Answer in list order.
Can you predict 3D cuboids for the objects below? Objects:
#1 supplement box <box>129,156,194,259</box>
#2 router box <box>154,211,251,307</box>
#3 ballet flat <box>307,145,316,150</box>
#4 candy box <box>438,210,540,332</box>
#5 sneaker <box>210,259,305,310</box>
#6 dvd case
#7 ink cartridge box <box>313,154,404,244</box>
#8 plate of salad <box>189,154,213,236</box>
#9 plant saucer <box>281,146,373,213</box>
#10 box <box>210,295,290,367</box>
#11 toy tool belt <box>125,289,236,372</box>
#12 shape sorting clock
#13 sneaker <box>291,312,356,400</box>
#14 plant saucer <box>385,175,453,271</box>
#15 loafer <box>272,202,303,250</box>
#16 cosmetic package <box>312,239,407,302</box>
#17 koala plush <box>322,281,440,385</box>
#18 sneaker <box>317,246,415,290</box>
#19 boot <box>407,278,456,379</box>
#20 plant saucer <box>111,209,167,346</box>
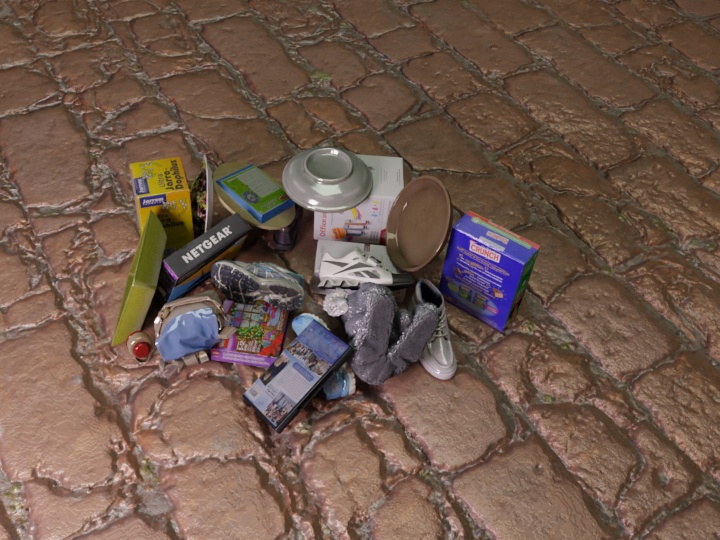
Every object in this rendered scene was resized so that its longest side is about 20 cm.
[{"bbox_3d":[-0.413,-0.120,1.716,0.108,0.202,0.110,-11,49,-16],"label":"supplement box"},{"bbox_3d":[-0.325,-0.020,1.664,0.051,0.149,0.199,47,55,5],"label":"router box"},{"bbox_3d":[-0.057,-0.229,1.970,0.198,0.071,0.066,29,77,23],"label":"ballet flat"},{"bbox_3d":[0.259,0.002,1.682,0.168,0.202,0.077,30,50,20],"label":"candy box"},{"bbox_3d":[-0.205,0.020,1.656,0.197,0.079,0.087,18,34,1],"label":"sneaker"},{"bbox_3d":[-0.115,0.190,1.495,0.200,0.018,0.142,-46,37,-11],"label":"dvd case"},{"bbox_3d":[-0.007,-0.162,1.843,0.196,0.147,0.146,4,47,-2],"label":"ink cartridge box"},{"bbox_3d":[-0.345,-0.146,1.748,0.047,0.202,0.202,2,46,-16],"label":"plate of salad"},{"bbox_3d":[-0.069,-0.209,1.746,0.196,0.051,0.202,3,47,-3],"label":"plant saucer"},{"bbox_3d":[-0.213,0.100,1.644,0.134,0.039,0.202,7,46,1],"label":"box"},{"bbox_3d":[-0.334,0.126,1.522,0.198,0.126,0.123,-27,38,-11],"label":"toy tool belt"},{"bbox_3d":[-0.230,-0.161,1.771,0.197,0.039,0.201,23,34,-16],"label":"shape sorting clock"},{"bbox_3d":[-0.087,0.164,1.575,0.089,0.079,0.201,-22,52,-21],"label":"sneaker"},{"bbox_3d":[0.123,-0.095,1.681,0.029,0.201,0.202,14,38,-35],"label":"plant saucer"},{"bbox_3d":[-0.165,-0.136,1.856,0.070,0.064,0.202,3,47,-6],"label":"loafer"},{"bbox_3d":[0.000,0.000,1.743,0.196,0.075,0.103,6,46,-3],"label":"cosmetic package"},{"bbox_3d":[0.020,0.100,1.577,0.175,0.186,0.200,20,10,-31],"label":"koala plush"},{"bbox_3d":[0.014,-0.004,1.652,0.196,0.074,0.090,4,78,-2],"label":"sneaker"},{"bbox_3d":[0.144,0.113,1.636,0.072,0.096,0.202,-10,49,-16],"label":"boot"},{"bbox_3d":[-0.427,0.020,1.599,0.047,0.201,0.202,16,44,-17],"label":"plant saucer"}]
